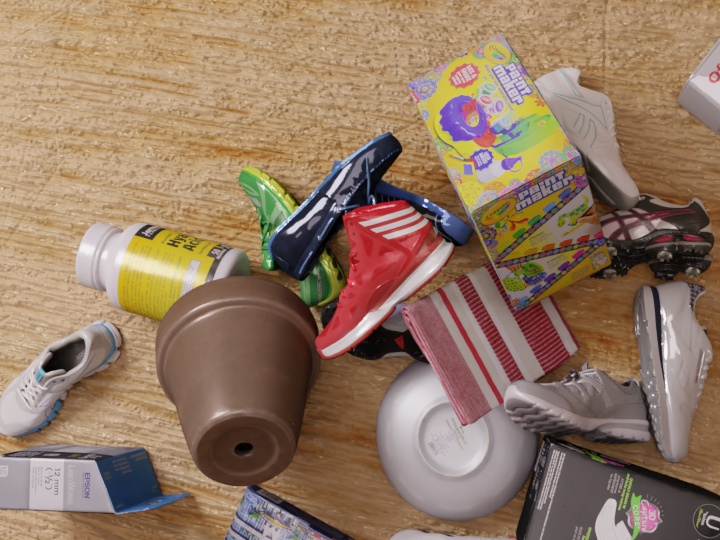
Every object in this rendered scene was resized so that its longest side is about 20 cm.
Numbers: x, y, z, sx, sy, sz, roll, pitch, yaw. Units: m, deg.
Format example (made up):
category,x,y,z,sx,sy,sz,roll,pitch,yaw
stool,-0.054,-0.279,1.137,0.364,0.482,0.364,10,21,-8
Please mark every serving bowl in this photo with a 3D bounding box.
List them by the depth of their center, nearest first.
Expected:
category,x,y,z,sx,sy,sz,roll,pitch,yaw
serving bowl,0.110,0.194,1.095,0.196,0.066,0.205,-1,85,11

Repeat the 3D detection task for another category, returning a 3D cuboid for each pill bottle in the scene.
category,x,y,z,sx,sy,sz,roll,pitch,yaw
pill bottle,-0.243,0.006,1.151,0.196,0.111,0.114,15,88,11

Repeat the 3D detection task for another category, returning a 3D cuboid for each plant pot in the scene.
category,x,y,z,sx,sy,sz,roll,pitch,yaw
plant pot,-0.135,0.139,1.046,0.196,0.176,0.203,-4,127,-6

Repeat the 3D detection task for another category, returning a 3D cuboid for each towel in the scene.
category,x,y,z,sx,sy,sz,roll,pitch,yaw
towel,0.151,0.070,1.061,0.198,0.023,0.146,-25,83,-34

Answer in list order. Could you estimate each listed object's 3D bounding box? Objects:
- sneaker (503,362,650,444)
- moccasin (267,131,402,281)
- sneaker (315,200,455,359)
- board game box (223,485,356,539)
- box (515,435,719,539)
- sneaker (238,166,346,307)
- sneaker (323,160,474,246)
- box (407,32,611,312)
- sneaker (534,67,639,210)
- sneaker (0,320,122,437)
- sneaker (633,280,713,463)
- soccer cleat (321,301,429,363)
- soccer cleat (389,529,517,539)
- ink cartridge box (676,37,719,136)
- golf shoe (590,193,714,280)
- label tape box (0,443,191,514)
category,x,y,z,sx,sy,sz,roll,pitch,yaw
sneaker,0.239,0.142,1.046,0.197,0.074,0.084,16,68,-31
moccasin,-0.018,-0.070,1.080,0.200,0.080,0.068,-45,77,15
sneaker,0.000,0.000,1.041,0.199,0.078,0.116,-42,94,14
board game box,-0.094,0.394,1.116,0.197,0.062,0.203,25,89,11
box,0.280,0.271,1.013,0.196,0.149,0.127,18,87,10
sneaker,-0.098,-0.042,1.148,0.083,0.074,0.202,-35,80,1
sneaker,0.038,-0.061,1.132,0.197,0.070,0.079,26,93,18
box,0.162,-0.104,1.010,0.120,0.193,0.202,-26,50,7
sneaker,0.268,-0.160,1.082,0.079,0.071,0.202,-30,66,-3
sneaker,-0.398,0.135,1.181,0.200,0.087,0.075,-43,81,5
sneaker,0.360,0.114,1.056,0.079,0.076,0.205,-3,86,0
soccer cleat,0.047,0.068,1.125,0.196,0.073,0.070,6,111,27
soccer cleat,0.124,0.336,1.069,0.196,0.085,0.070,7,86,11
ink cartridge box,0.482,-0.197,1.052,0.199,0.085,0.145,41,93,10
golf shoe,0.306,-0.041,1.088,0.196,0.078,0.090,4,59,13
label tape box,-0.320,0.249,1.127,0.196,0.143,0.068,-2,85,10
